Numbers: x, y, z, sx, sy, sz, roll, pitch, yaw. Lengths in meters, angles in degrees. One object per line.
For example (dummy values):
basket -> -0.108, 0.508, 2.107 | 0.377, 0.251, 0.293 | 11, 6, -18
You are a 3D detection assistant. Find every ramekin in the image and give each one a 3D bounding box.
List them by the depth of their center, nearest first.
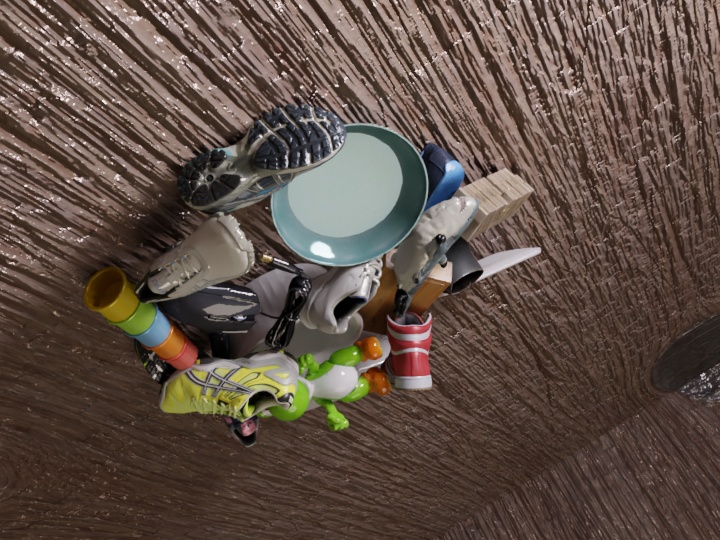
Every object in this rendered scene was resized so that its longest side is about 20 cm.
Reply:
ramekin -> -0.105, 0.080, 1.482 | 0.199, 0.098, 0.201 | -23, 152, -13

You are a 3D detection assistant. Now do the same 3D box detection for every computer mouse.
computer mouse -> -0.161, 0.032, 1.306 | 0.199, 0.046, 0.141 | 22, 122, -16

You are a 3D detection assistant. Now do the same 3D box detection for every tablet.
tablet -> 0.178, 0.003, 1.636 | 0.199, 0.014, 0.130 | -22, -174, -26

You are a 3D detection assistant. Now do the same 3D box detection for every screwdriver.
screwdriver -> -0.196, 0.053, 1.375 | 0.029, 0.028, 0.201 | -28, 136, -25

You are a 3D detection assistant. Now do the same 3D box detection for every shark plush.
shark plush -> 0.092, -0.008, 1.353 | 0.083, 0.091, 0.202 | -9, 124, -38

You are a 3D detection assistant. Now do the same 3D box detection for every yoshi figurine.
yoshi figurine -> -0.056, 0.166, 1.454 | 0.198, 0.113, 0.112 | -18, 148, -12

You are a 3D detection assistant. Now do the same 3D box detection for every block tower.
block tower -> 0.177, -0.094, 1.436 | 0.058, 0.054, 0.200 | -54, 166, 26

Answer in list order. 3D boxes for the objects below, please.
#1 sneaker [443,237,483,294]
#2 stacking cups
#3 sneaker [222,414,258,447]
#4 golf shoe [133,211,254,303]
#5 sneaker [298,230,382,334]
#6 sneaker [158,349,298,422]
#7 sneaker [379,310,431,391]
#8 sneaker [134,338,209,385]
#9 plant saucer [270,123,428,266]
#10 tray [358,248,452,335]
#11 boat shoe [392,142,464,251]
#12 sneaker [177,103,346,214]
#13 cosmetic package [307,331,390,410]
sneaker -> 0.078, 0.006, 1.525 | 0.199, 0.107, 0.075 | -30, 154, 1
stacking cups -> -0.270, 0.073, 1.301 | 0.060, 0.061, 0.200 | -31, 141, 3
sneaker -> -0.190, 0.217, 1.651 | 0.070, 0.082, 0.201 | -23, 152, -11
golf shoe -> -0.194, -0.001, 1.185 | 0.097, 0.079, 0.200 | -39, -173, -35
sneaker -> 0.000, 0.000, 1.351 | 0.074, 0.087, 0.201 | 31, 87, -39
sneaker -> -0.180, 0.162, 1.377 | 0.198, 0.077, 0.076 | -15, 139, 10
sneaker -> 0.066, 0.114, 1.526 | 0.071, 0.114, 0.200 | -3, 180, -9
sneaker -> -0.254, 0.133, 1.455 | 0.074, 0.081, 0.200 | -50, 134, -8
plant saucer -> -0.016, -0.098, 1.266 | 0.198, 0.036, 0.201 | -8, 126, -10
tray -> 0.049, 0.037, 1.488 | 0.098, 0.037, 0.200 | 13, 151, -14
boat shoe -> 0.078, -0.095, 1.400 | 0.084, 0.069, 0.200 | -16, 152, -43
sneaker -> -0.109, -0.124, 1.175 | 0.198, 0.078, 0.086 | -22, 165, 0
cosmetic package -> -0.053, 0.146, 1.639 | 0.199, 0.108, 0.085 | -18, 150, -26
